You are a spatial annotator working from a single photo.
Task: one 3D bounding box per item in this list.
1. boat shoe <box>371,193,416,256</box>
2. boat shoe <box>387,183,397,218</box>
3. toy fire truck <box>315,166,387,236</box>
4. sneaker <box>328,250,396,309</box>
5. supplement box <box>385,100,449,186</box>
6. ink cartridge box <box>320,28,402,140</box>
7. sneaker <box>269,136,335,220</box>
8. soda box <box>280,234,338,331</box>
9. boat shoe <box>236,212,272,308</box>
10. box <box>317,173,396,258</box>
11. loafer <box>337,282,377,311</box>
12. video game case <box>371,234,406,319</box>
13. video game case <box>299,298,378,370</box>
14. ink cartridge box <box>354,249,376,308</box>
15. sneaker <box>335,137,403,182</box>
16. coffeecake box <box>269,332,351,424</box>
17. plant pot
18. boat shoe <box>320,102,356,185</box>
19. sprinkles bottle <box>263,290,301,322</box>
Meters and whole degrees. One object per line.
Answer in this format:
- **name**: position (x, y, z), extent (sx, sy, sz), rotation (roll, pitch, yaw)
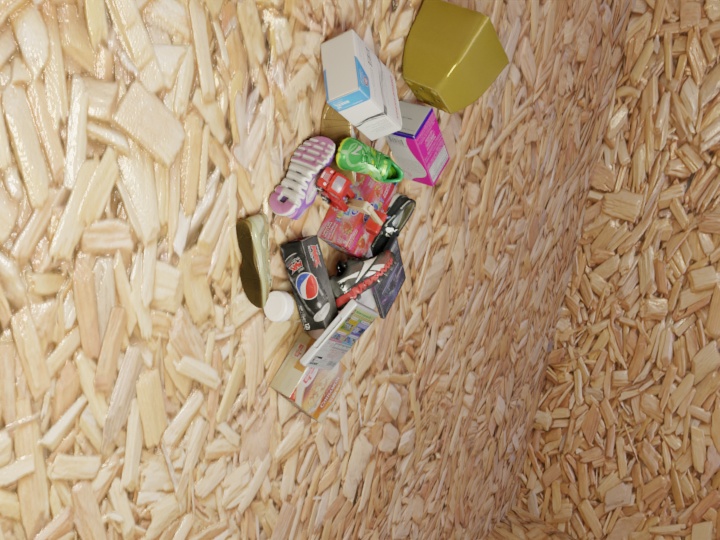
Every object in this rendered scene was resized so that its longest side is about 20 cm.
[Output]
- **boat shoe**: position (0.079, -0.113, 1.849), extent (0.202, 0.060, 0.076), rotation (-62, 148, -11)
- **boat shoe**: position (0.051, -0.165, 1.754), extent (0.068, 0.084, 0.202), rotation (37, 78, -45)
- **toy fire truck**: position (-0.016, -0.147, 1.522), extent (0.049, 0.140, 0.200), rotation (-60, 169, -7)
- **sneaker**: position (0.000, 0.000, 1.626), extent (0.200, 0.071, 0.098), rotation (-39, 93, -28)
- **supplement box**: position (0.145, -0.322, 1.793), extent (0.104, 0.100, 0.201), rotation (-57, 147, -19)
- **ink cartridge box**: position (0.004, -0.391, 1.500), extent (0.199, 0.083, 0.147), rotation (27, 51, -58)
- **sneaker**: position (-0.116, -0.192, 1.501), extent (0.202, 0.080, 0.089), rotation (-58, 153, -9)
- **soda box**: position (-0.111, 0.028, 1.560), extent (0.071, 0.063, 0.203), rotation (-31, 108, -58)
- **boat shoe**: position (-0.210, -0.018, 1.456), extent (0.063, 0.073, 0.203), rotation (-28, 123, -40)
- **box**: position (-0.007, -0.141, 1.669), extent (0.100, 0.095, 0.202), rotation (36, 77, -57)
- **loafer**: position (-0.012, 0.018, 1.687), extent (0.200, 0.072, 0.072), rotation (-44, 118, -38)
- **video game case**: position (0.074, 0.020, 1.861), extent (0.144, 0.019, 0.201), rotation (-61, 156, -26)
- **video game case**: position (-0.045, 0.152, 1.621), extent (0.182, 0.022, 0.200), rotation (-49, 161, 2)
- **ink cartridge box**: position (-0.006, 0.031, 1.815), extent (0.109, 0.050, 0.202), rotation (-47, 141, -30)
- **sneaker**: position (0.025, -0.238, 1.528), extent (0.199, 0.083, 0.075), rotation (11, 95, -49)
- **coffeecake box**: position (-0.121, 0.272, 1.754), extent (0.155, 0.072, 0.200), rotation (-58, 146, -16)
- **plant pot**: position (0.214, -0.509, 1.721), extent (0.201, 0.193, 0.195), rotation (-58, 148, -1)
- **boat shoe**: position (-0.044, -0.287, 1.568), extent (0.069, 0.070, 0.203), rotation (-64, 152, -63)
- **sprinkles bottle**: position (-0.139, 0.088, 1.626), extent (0.199, 0.068, 0.069), rotation (11, 99, -58)
